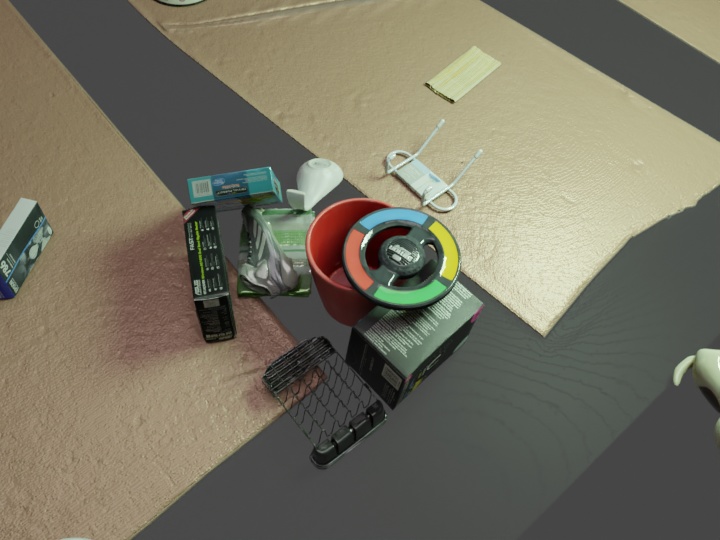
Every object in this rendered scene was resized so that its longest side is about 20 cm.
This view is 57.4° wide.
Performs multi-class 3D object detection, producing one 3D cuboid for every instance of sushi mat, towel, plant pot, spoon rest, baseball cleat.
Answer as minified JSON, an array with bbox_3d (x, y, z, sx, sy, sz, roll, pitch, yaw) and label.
[{"bbox_3d":[0.255,-0.486,1.624,0.095,0.012,0.200,38,62,19],"label":"sushi mat"},{"bbox_3d":[-0.166,-0.036,1.300,0.148,0.031,0.202,0,59,-1],"label":"towel"},{"bbox_3d":[0.000,0.000,1.192,0.198,0.178,0.202,1,56,-2],"label":"plant pot"},{"bbox_3d":[-0.101,-0.178,1.363,0.098,0.061,0.200,13,33,12],"label":"spoon rest"},{"bbox_3d":[-0.197,-0.037,1.242,0.106,0.070,0.200,-28,63,-17],"label":"baseball cleat"}]

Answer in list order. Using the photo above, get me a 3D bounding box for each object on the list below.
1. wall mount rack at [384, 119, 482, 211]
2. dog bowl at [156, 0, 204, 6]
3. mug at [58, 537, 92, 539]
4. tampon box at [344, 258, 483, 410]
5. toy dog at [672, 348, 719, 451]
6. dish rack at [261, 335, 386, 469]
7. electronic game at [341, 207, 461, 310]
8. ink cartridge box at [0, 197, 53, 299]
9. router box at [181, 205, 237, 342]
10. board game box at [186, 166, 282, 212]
[{"bbox_3d":[0.155,-0.228,1.412,0.173,0.075,0.200,-35,66,-23],"label":"wall mount rack"},{"bbox_3d":[-0.478,-0.794,1.746,0.198,0.074,0.202,1,57,-2],"label":"dog bowl"},{"bbox_3d":[-0.414,0.454,0.905,0.174,0.149,0.200,1,26,-12],"label":"mug"},{"bbox_3d":[0.091,0.111,1.138,0.200,0.150,0.126,-38,70,-24],"label":"tampon box"},{"bbox_3d":[0.645,0.225,1.111,0.192,0.140,0.201,0,56,12],"label":"toy dog"},{"bbox_3d":[-0.067,0.214,1.124,0.153,0.055,0.200,-32,62,-23],"label":"dish rack"},{"bbox_3d":[0.068,-0.023,1.081,0.198,0.042,0.202,2,57,-3],"label":"electronic game"},{"bbox_3d":[-0.645,-0.027,1.219,0.039,0.100,0.201,13,58,4],"label":"ink cartridge box"},{"bbox_3d":[-0.273,0.006,1.188,0.062,0.150,0.201,-10,57,-10],"label":"router box"},{"bbox_3d":[-0.233,-0.150,1.261,0.149,0.200,0.047,-9,90,-2],"label":"board game box"}]
